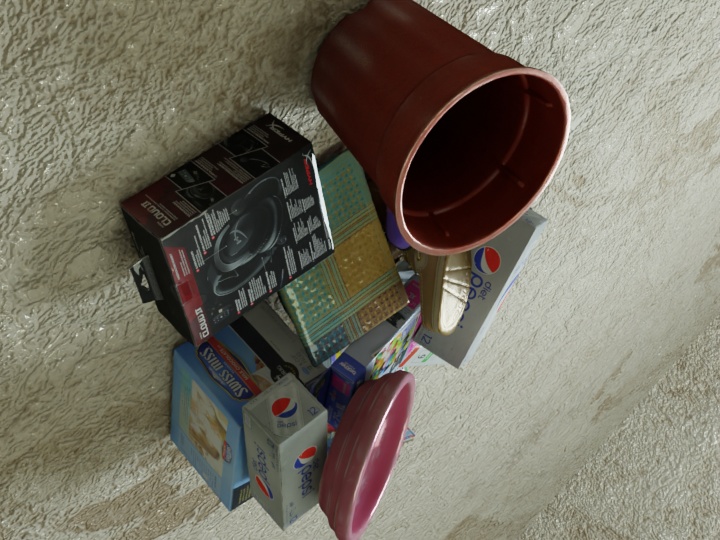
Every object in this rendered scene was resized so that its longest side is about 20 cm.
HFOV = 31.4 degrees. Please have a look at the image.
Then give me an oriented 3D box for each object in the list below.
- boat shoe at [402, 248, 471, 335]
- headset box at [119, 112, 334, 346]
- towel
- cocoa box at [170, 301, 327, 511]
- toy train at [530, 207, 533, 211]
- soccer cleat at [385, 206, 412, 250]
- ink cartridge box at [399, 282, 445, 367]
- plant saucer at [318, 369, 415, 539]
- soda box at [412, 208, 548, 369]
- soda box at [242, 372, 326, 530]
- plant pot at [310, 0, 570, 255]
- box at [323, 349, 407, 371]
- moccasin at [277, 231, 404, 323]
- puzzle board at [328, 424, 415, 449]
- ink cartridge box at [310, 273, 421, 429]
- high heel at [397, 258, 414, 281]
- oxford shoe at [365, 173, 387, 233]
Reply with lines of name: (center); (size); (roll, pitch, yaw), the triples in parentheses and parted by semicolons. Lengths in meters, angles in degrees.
boat shoe: (0.083, -0.026, 1.452); (0.074, 0.069, 0.201); (24, 69, -58)
headset box: (-0.132, -0.035, 1.244); (0.200, 0.077, 0.149); (-34, 138, -21)
towel: (-0.033, -0.015, 1.399); (0.146, 0.022, 0.201); (-32, 116, -24)
cocoa box: (-0.136, 0.161, 1.514); (0.131, 0.133, 0.200); (-30, 152, -29)
toy train: (0.145, -0.107, 1.515); (0.056, 0.042, 0.200); (-36, 126, 6)
soccer cleat: (0.044, -0.120, 1.393); (0.073, 0.068, 0.201); (-3, 110, -37)
ink cartridge box: (0.046, 0.069, 1.663); (0.199, 0.109, 0.050); (-1, 143, -43)
plant saucer: (0.004, 0.202, 1.433); (0.200, 0.051, 0.202); (19, 90, -78)
soda box: (0.141, 0.012, 1.507); (0.201, 0.068, 0.063); (-64, 166, 20)
soda box: (-0.081, 0.201, 1.406); (0.068, 0.063, 0.200); (-35, 151, -24)
plant pot: (0.063, -0.152, 1.229); (0.200, 0.195, 0.201); (-23, 138, -23)
box: (0.005, 0.120, 1.705); (0.200, 0.048, 0.118); (-8, 94, -56)
moccasin: (0.001, 0.000, 1.502); (0.201, 0.074, 0.078); (-32, 116, -12)
puzzle board: (-0.029, 0.184, 1.700); (0.200, 0.151, 0.017); (-6, 136, -54)
ink cartridge box: (0.011, 0.107, 1.491); (0.200, 0.042, 0.120); (-44, 161, -31)
high heel: (0.048, -0.069, 1.548); (0.142, 0.071, 0.201); (1, 119, -30)
oxford shoe: (0.011, -0.064, 1.473); (0.200, 0.071, 0.071); (-36, 153, -24)
